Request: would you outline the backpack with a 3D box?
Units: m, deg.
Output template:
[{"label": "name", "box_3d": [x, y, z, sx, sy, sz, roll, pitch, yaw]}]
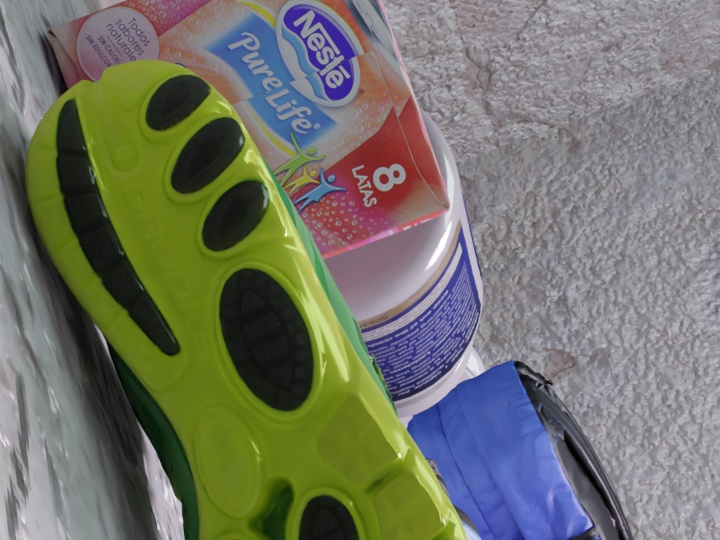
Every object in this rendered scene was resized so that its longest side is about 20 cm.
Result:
[{"label": "backpack", "box_3d": [0.101, 0.178, 1.232, 0.163, 0.167, 0.201, -117, -178, -78]}]

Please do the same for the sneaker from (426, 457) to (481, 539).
[{"label": "sneaker", "box_3d": [0.016, 0.128, 0.828, 0.200, 0.070, 0.083, 91, -25, -80]}]

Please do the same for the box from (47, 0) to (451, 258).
[{"label": "box", "box_3d": [-0.032, -0.053, 0.616, 0.200, 0.102, 0.095, -103, 173, -85]}]

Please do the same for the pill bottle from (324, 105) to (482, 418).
[{"label": "pill bottle", "box_3d": [0.000, 0.000, 0.844, 0.200, 0.115, 0.116, 67, 4, -67]}]

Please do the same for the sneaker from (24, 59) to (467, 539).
[{"label": "sneaker", "box_3d": [-0.017, 0.044, 0.430, 0.084, 0.074, 0.201, 31, 39, -81]}]

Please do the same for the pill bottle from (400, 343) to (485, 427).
[{"label": "pill bottle", "box_3d": [0.053, 0.095, 1.569, 0.200, 0.115, 0.116, -102, 172, -76]}]
